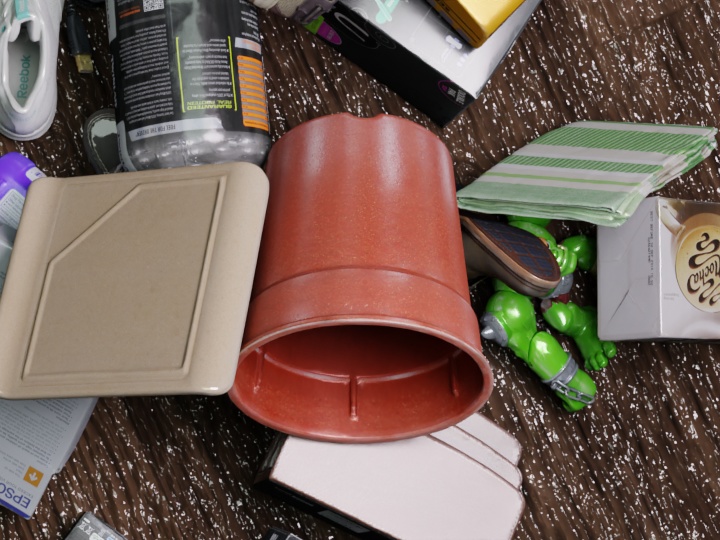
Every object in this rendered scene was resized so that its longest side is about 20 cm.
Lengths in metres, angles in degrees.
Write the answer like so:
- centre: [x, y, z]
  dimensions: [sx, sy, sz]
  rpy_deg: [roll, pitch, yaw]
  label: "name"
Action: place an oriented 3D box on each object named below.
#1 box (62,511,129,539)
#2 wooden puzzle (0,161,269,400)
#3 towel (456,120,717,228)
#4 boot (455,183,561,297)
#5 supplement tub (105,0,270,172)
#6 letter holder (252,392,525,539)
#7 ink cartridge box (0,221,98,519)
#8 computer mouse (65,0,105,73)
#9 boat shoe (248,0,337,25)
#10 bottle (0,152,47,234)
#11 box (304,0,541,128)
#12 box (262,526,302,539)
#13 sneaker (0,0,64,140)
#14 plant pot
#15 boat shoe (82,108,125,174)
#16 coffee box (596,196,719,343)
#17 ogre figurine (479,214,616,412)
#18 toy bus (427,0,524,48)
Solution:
- centre: [-0.197, 0.326, 1.554]
  dimensions: [0.199, 0.048, 0.194]
  rpy_deg: [37, 80, -4]
  label: "box"
- centre: [-0.171, 0.010, 1.453]
  dimensions: [0.198, 0.037, 0.187]
  rpy_deg: [-1, 63, 21]
  label: "wooden puzzle"
- centre: [0.187, -0.082, 1.590]
  dimensions: [0.200, 0.151, 0.024]
  rpy_deg: [-35, 125, -50]
  label: "towel"
- centre: [0.088, 0.000, 1.580]
  dimensions: [0.074, 0.200, 0.098]
  rpy_deg: [11, 109, -33]
  label: "boot"
- centre: [-0.135, -0.148, 1.546]
  dimensions: [0.121, 0.123, 0.202]
  rpy_deg: [-4, 83, -10]
  label: "supplement tub"
- centre: [0.035, 0.151, 1.592]
  dimensions: [0.199, 0.101, 0.143]
  rpy_deg: [26, 77, -5]
  label: "letter holder"
- centre: [-0.298, 0.064, 1.545]
  dimensions: [0.199, 0.041, 0.201]
  rpy_deg: [30, 108, 2]
  label: "ink cartridge box"
- centre: [-0.165, -0.175, 1.628]
  dimensions: [0.139, 0.046, 0.202]
  rpy_deg: [-16, 85, -13]
  label: "computer mouse"
- centre: [-0.011, -0.239, 1.463]
  dimensions: [0.064, 0.199, 0.072]
  rpy_deg: [29, 57, -25]
  label: "boat shoe"
- centre: [-0.226, -0.009, 1.575]
  dimensions: [0.200, 0.084, 0.065]
  rpy_deg: [42, 87, -3]
  label: "bottle"
- centre: [0.035, -0.233, 1.617]
  dimensions: [0.199, 0.149, 0.125]
  rpy_deg: [35, 82, -4]
  label: "box"
- centre: [-0.024, 0.322, 1.556]
  dimensions: [0.199, 0.043, 0.161]
  rpy_deg: [33, 78, -22]
  label: "box"
- centre: [-0.274, -0.212, 1.592]
  dimensions: [0.074, 0.088, 0.202]
  rpy_deg: [-5, 83, -9]
  label: "sneaker"
- centre: [0.000, 0.000, 1.490]
  dimensions: [0.199, 0.201, 0.197]
  rpy_deg: [6, 60, -9]
  label: "plant pot"
- centre: [-0.156, -0.055, 1.604]
  dimensions: [0.067, 0.057, 0.200]
  rpy_deg: [-38, 90, -3]
  label: "boat shoe"
- centre: [0.294, 0.004, 1.626]
  dimensions: [0.199, 0.080, 0.114]
  rpy_deg: [4, 84, -35]
  label: "coffee box"
- centre: [0.162, 0.006, 1.640]
  dimensions: [0.119, 0.098, 0.202]
  rpy_deg: [18, 95, -25]
  label: "ogre figurine"
- centre: [0.046, -0.268, 1.506]
  dimensions: [0.200, 0.078, 0.065]
  rpy_deg: [45, 81, -2]
  label: "toy bus"
